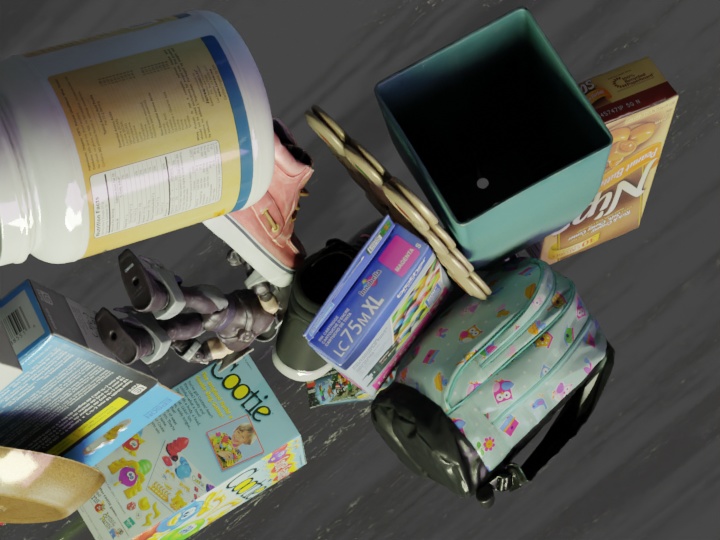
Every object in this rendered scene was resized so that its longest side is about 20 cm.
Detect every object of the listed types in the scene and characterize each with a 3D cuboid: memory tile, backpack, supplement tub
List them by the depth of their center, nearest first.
[{"bbox_3d":[-0.174,-0.088,1.365,0.200,0.145,0.145,-18,148,-23],"label":"supplement tub"},{"bbox_3d":[0.030,-0.052,1.609,0.017,0.153,0.200,-45,149,-2],"label":"memory tile"},{"bbox_3d":[0.115,0.087,1.681,0.200,0.167,0.127,-42,116,-12],"label":"backpack"}]

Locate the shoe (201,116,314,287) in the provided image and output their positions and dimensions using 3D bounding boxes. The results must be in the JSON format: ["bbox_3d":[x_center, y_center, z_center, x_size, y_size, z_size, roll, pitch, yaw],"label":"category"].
[{"bbox_3d":[-0.069,-0.056,1.590,0.091,0.071,0.200,-37,150,7],"label":"shoe"}]

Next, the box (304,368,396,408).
[{"bbox_3d":[0.065,0.094,1.920,0.200,0.038,0.137,-4,170,-41],"label":"box"}]

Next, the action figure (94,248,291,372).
[{"bbox_3d":[-0.130,0.033,1.678,0.200,0.069,0.130,6,127,-54],"label":"action figure"}]

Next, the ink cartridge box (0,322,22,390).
[{"bbox_3d":[-0.380,0.091,1.505,0.200,0.086,0.148,-39,150,15],"label":"ink cartridge box"}]

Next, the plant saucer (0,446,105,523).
[{"bbox_3d":[-0.312,0.179,1.646,0.200,0.035,0.200,3,163,1],"label":"plant saucer"}]

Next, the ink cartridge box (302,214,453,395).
[{"bbox_3d":[0.017,0.031,1.604,0.119,0.042,0.200,-53,163,-4],"label":"ink cartridge box"}]

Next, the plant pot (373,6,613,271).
[{"bbox_3d":[0.111,-0.089,1.653,0.141,0.141,0.200,-29,160,-6],"label":"plant pot"}]

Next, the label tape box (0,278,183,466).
[{"bbox_3d":[-0.262,0.098,1.648,0.144,0.063,0.200,-37,151,11],"label":"label tape box"}]

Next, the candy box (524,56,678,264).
[{"bbox_3d":[0.210,-0.095,1.811,0.115,0.055,0.200,-22,149,-18],"label":"candy box"}]

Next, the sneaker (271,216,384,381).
[{"bbox_3d":[0.000,0.000,1.678,0.200,0.071,0.099,-50,167,-38],"label":"sneaker"}]

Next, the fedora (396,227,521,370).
[{"bbox_3d":[0.122,0.051,1.815,0.201,0.201,0.092,-4,-178,-40],"label":"fedora"}]

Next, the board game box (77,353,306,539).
[{"bbox_3d":[-0.161,0.173,1.792,0.200,0.105,0.103,-31,162,-9],"label":"board game box"}]
